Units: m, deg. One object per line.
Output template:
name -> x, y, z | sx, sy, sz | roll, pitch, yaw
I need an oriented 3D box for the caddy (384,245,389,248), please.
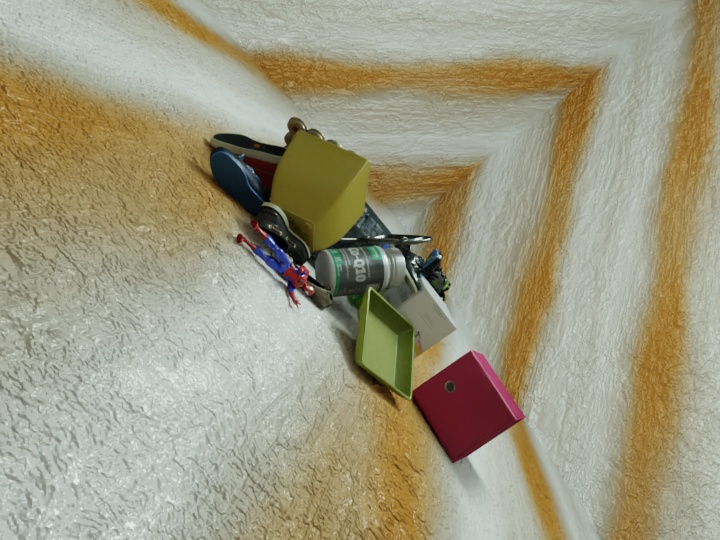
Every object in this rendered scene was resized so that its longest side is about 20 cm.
caddy -> 0.071, 0.014, 1.832 | 0.105, 0.201, 0.141 | 39, 3, 39

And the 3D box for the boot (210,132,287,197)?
boot -> -0.275, -0.246, 1.530 | 0.198, 0.145, 0.073 | 18, 37, 1

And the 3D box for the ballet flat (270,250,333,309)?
ballet flat -> -0.122, 0.015, 1.373 | 0.200, 0.046, 0.068 | 46, 13, -35

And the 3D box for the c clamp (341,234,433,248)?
c clamp -> 0.072, -0.074, 1.568 | 0.170, 0.199, 0.027 | -10, 101, -52

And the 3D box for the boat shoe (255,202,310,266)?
boat shoe -> -0.174, -0.066, 1.391 | 0.073, 0.064, 0.202 | 10, -27, 27

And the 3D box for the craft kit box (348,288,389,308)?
craft kit box -> 0.088, 0.051, 1.753 | 0.049, 0.197, 0.200 | 55, 10, 33

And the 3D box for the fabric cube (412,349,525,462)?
fabric cube -> 0.278, 0.347, 1.616 | 0.200, 0.195, 0.200 | 58, 11, 20

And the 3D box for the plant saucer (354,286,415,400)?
plant saucer -> 0.051, 0.173, 1.441 | 0.200, 0.048, 0.202 | 43, 41, -38

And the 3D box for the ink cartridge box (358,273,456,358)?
ink cartridge box -> 0.117, 0.127, 1.621 | 0.145, 0.199, 0.147 | 51, 10, -19

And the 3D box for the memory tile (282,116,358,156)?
memory tile -> -0.099, -0.271, 1.512 | 0.199, 0.017, 0.154 | 31, -32, 1

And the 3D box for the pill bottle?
pill bottle -> 0.000, 0.000, 1.502 | 0.198, 0.114, 0.114 | -6, 45, -25

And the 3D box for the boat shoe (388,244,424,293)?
boat shoe -> 0.128, -0.018, 1.581 | 0.200, 0.066, 0.075 | -114, -176, -59

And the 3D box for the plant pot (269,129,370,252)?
plant pot -> -0.112, -0.164, 1.466 | 0.193, 0.201, 0.196 | 25, -34, 11

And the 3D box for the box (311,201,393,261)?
box -> -0.029, -0.075, 1.641 | 0.158, 0.200, 0.051 | 47, -10, -31

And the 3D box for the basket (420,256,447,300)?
basket -> 0.166, 0.081, 1.974 | 0.143, 0.200, 0.149 | 48, 11, -16

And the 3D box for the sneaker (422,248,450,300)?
sneaker -> 0.207, 0.015, 1.688 | 0.082, 0.071, 0.200 | 29, -29, 22

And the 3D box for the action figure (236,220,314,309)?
action figure -> -0.154, -0.003, 1.252 | 0.200, 0.065, 0.099 | 45, 5, -33

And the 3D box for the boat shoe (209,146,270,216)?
boat shoe -> -0.268, -0.200, 1.386 | 0.201, 0.083, 0.069 | 61, 20, -48
